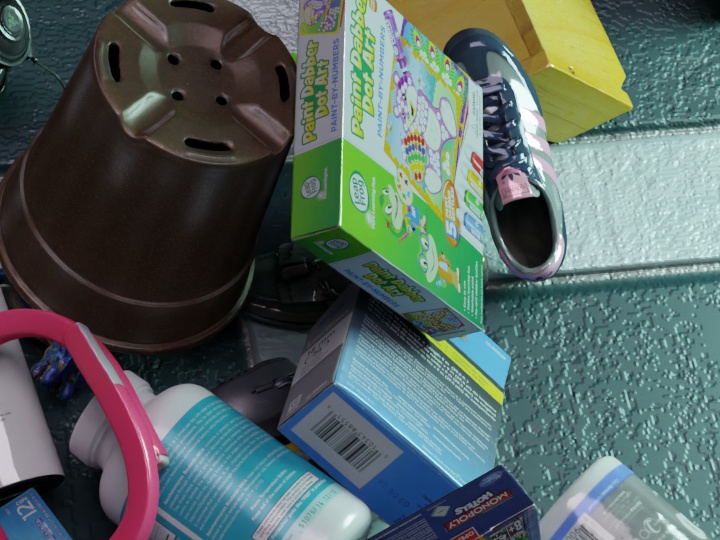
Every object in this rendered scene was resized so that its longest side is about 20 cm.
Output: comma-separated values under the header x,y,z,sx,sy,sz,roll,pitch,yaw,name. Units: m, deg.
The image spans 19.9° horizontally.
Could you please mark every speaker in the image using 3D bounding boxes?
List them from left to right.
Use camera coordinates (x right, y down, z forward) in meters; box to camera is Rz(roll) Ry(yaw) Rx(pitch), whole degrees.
x,y,z,sx,sy,sz,roll,pitch,yaw,name
-0.273,0.068,1.431,0.081,0.081,0.201,-17,75,-19,speaker

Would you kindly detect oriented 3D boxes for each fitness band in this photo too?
x,y,z,sx,sy,sz,roll,pitch,yaw,name
-0.209,0.118,1.346,0.143,0.037,0.201,-35,70,8,fitness band

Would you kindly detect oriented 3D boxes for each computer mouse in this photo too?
x,y,z,sx,sy,sz,roll,pitch,yaw,name
-0.033,0.074,1.494,0.199,0.034,0.059,-29,65,-25,computer mouse

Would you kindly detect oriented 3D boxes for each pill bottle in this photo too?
x,y,z,sx,sy,sz,roll,pitch,yaw,name
-0.099,0.151,1.388,0.199,0.111,0.111,35,59,13,pill bottle
0.211,0.232,1.410,0.200,0.114,0.114,40,60,16,pill bottle

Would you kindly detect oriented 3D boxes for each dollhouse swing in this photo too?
x,y,z,sx,sy,sz,roll,pitch,yaw,name
0.085,-0.184,1.703,0.181,0.175,0.201,18,42,-50,dollhouse swing

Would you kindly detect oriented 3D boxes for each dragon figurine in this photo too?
x,y,z,sx,sy,sz,roll,pitch,yaw,name
-0.215,0.003,1.519,0.099,0.059,0.201,20,57,4,dragon figurine

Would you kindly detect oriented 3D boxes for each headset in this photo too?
x,y,z,sx,sy,sz,roll,pitch,yaw,name
-0.296,-0.158,1.578,0.199,0.123,0.095,23,55,-19,headset

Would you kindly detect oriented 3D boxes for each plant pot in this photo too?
x,y,z,sx,sy,sz,roll,pitch,yaw,name
-0.138,-0.077,1.436,0.199,0.199,0.201,13,52,-17,plant pot

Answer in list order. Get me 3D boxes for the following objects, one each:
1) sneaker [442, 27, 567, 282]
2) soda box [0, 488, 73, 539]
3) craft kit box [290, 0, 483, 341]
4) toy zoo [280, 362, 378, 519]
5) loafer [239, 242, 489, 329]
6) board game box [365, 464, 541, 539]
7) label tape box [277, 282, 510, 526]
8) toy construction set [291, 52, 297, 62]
x,y,z,sx,sy,sz,roll,pitch,yaw,name
0.114,-0.087,1.557,0.070,0.082,0.201,-20,99,7,sneaker
-0.190,0.248,1.364,0.068,0.064,0.200,-31,67,-25,soda box
0.022,-0.078,1.432,0.048,0.197,0.201,-15,62,31,craft kit box
-0.059,0.142,1.479,0.199,0.021,0.132,-24,64,-22,toy zoo
0.000,0.000,1.553,0.198,0.063,0.072,0,58,-9,loafer
0.050,0.261,1.337,0.199,0.201,0.062,-28,27,-7,board game box
0.029,0.088,1.459,0.144,0.063,0.200,42,27,-13,label tape box
-0.011,-0.104,1.590,0.199,0.132,0.092,26,39,13,toy construction set
